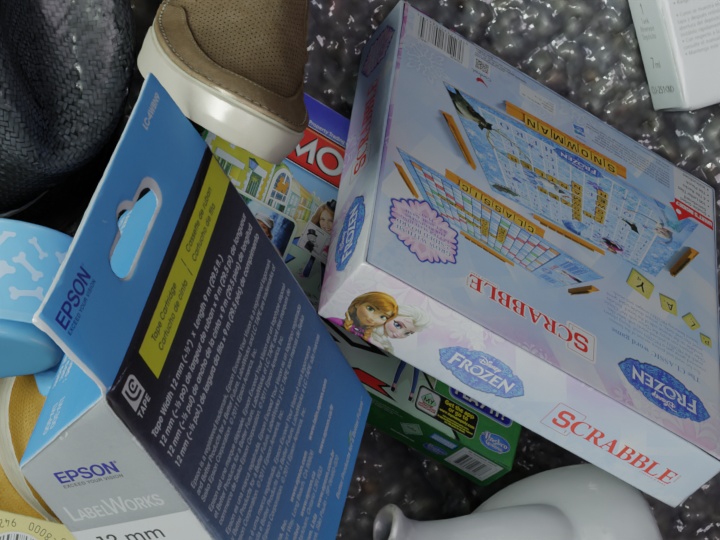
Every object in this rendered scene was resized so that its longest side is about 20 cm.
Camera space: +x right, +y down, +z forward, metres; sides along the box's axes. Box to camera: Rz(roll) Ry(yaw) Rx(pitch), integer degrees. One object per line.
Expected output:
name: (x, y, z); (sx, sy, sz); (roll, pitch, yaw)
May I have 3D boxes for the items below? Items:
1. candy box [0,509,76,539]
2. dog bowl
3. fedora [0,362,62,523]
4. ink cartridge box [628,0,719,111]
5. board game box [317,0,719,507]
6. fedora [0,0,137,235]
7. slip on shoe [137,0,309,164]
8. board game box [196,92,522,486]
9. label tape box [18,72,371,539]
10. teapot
candy box: (-0.107, 0.170, 0.952); (0.199, 0.115, 0.056); (16, 58, -17)
dog bowl: (-0.198, 0.020, 0.901); (0.111, 0.199, 0.050); (37, 51, -57)
fedora: (-0.100, 0.078, 0.976); (0.200, 0.082, 0.202); (-1, 93, -17)
ink cartridge box: (0.228, -0.192, 1.084); (0.199, 0.044, 0.174); (-17, 98, -16)
board game box: (0.082, -0.012, 0.984); (0.199, 0.200, 0.041); (29, 129, -17)
fedora: (-0.157, -0.106, 0.909); (0.200, 0.091, 0.202); (8, 79, -42)
slip on shoe: (-0.051, -0.109, 0.917); (0.076, 0.200, 0.061); (29, 108, -13)
board game box: (0.000, 0.000, 0.999); (0.199, 0.029, 0.135); (30, 55, -17)
label tape box: (-0.076, 0.044, 0.839); (0.200, 0.066, 0.144); (56, 33, -34)
teapot: (0.082, 0.197, 1.002); (0.145, 0.197, 0.201); (-15, 85, 0)
